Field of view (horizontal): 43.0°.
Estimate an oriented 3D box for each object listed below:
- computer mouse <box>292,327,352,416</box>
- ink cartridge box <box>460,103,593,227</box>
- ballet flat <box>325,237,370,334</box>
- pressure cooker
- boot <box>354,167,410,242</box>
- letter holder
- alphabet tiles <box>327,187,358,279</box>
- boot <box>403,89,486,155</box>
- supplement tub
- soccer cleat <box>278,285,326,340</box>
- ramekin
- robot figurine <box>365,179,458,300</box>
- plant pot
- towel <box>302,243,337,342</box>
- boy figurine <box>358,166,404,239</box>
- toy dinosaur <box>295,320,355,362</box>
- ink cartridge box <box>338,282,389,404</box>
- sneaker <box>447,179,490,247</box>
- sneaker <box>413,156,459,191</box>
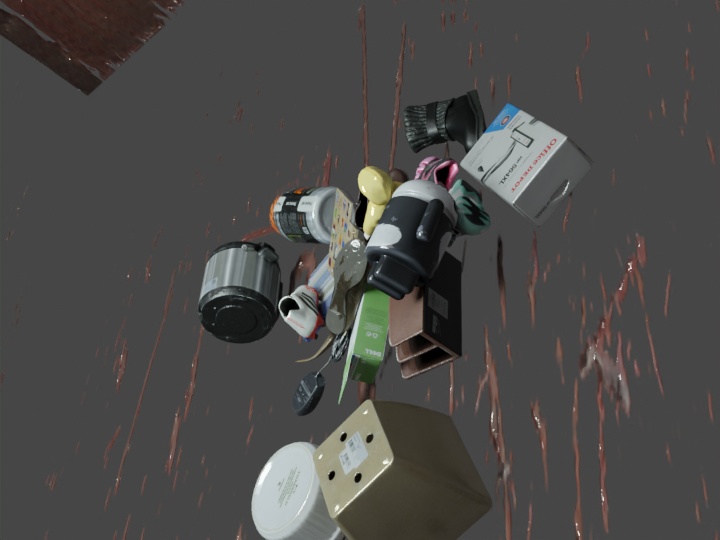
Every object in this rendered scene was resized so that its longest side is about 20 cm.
[{"bbox_3d":[-0.067,0.194,1.736,0.201,0.034,0.059,-56,34,14],"label":"computer mouse"},{"bbox_3d":[0.285,-0.186,1.588,0.146,0.084,0.200,-51,33,7],"label":"ink cartridge box"},{"bbox_3d":[-0.017,0.026,1.641,0.067,0.046,0.202,32,124,27],"label":"ballet flat"},{"bbox_3d":[-0.259,0.034,1.998,0.174,0.180,0.201,-1,46,2],"label":"pressure cooker"},{"bbox_3d":[0.044,-0.137,1.769,0.072,0.166,0.202,2,69,21],"label":"boot"},{"bbox_3d":[0.093,0.069,1.599,0.142,0.100,0.202,-29,41,37],"label":"letter holder"},{"bbox_3d":[-0.033,-0.055,1.743,0.200,0.007,0.169,-127,43,-68],"label":"alphabet tiles"},{"bbox_3d":[0.165,-0.264,1.764,0.156,0.080,0.212,-13,35,9],"label":"boot"},{"bbox_3d":[-0.108,-0.121,1.995,0.199,0.122,0.124,5,65,52],"label":"supplement tub"},{"bbox_3d":[-0.122,0.069,1.781,0.069,0.085,0.200,-56,21,13],"label":"soccer cleat"},{"bbox_3d":[-0.103,0.390,1.575,0.202,0.094,0.204,-33,39,31],"label":"ramekin"},{"bbox_3d":[0.086,-0.053,1.515,0.149,0.125,0.201,7,62,40],"label":"robot figurine"},{"bbox_3d":[0.043,0.314,1.381,0.200,0.176,0.200,-46,34,15],"label":"plant pot"},{"bbox_3d":[-0.068,0.037,1.852,0.147,0.024,0.201,-50,23,31],"label":"towel"},{"bbox_3d":[0.047,-0.108,1.615,0.124,0.200,0.064,-45,54,-4],"label":"boy figurine"},{"bbox_3d":[-0.044,0.121,1.785,0.201,0.060,0.106,-54,7,-1],"label":"toy dinosaur"},{"bbox_3d":[0.012,0.136,1.639,0.104,0.059,0.202,109,174,-58],"label":"ink cartridge box"},{"bbox_3d":[0.161,-0.072,1.640,0.140,0.078,0.200,-49,9,19],"label":"sneaker"},{"bbox_3d":[0.127,-0.135,1.738,0.095,0.079,0.201,-1,59,58],"label":"sneaker"}]
